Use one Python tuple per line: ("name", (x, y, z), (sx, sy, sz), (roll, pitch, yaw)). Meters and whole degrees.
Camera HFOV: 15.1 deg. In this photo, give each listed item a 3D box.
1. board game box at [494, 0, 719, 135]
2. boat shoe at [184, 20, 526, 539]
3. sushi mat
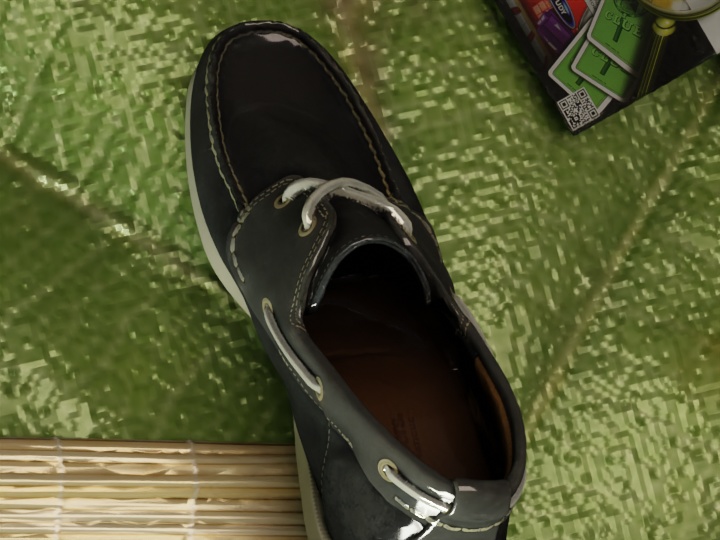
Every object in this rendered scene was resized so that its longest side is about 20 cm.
("board game box", (0.061, -0.153, 0.852), (0.105, 0.023, 0.200), (-30, 92, 24))
("boat shoe", (0.000, 0.000, 0.793), (0.072, 0.068, 0.200), (-8, 57, -19))
("sushi mat", (-0.093, 0.097, 0.807), (0.199, 0.012, 0.096), (2, 82, -17))
